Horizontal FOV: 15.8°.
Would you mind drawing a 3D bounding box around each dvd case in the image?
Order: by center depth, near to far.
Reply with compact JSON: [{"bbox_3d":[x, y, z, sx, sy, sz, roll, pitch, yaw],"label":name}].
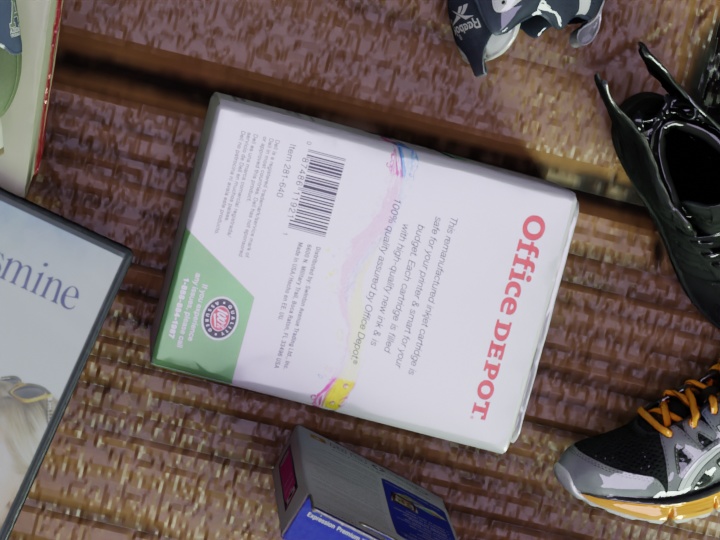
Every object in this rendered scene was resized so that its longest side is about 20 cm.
[{"bbox_3d":[-0.209,0.052,1.238,0.142,0.018,0.200,25,85,-22],"label":"dvd case"}]

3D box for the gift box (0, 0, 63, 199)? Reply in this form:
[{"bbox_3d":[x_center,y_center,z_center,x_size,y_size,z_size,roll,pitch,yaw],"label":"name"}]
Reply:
[{"bbox_3d":[-0.214,-0.152,1.310,0.200,0.185,0.187,6,105,-10],"label":"gift box"}]

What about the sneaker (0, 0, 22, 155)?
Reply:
[{"bbox_3d":[-0.251,-0.120,1.194,0.200,0.067,0.090,15,101,-8],"label":"sneaker"}]

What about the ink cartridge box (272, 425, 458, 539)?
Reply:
[{"bbox_3d":[0.005,0.133,1.350,0.095,0.200,0.037,28,94,-7],"label":"ink cartridge box"}]

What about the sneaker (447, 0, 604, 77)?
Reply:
[{"bbox_3d":[0.048,-0.172,1.376,0.199,0.079,0.130,12,87,-17],"label":"sneaker"}]

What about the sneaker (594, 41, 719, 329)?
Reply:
[{"bbox_3d":[0.186,-0.034,1.394,0.060,0.104,0.200,-34,99,-1],"label":"sneaker"}]

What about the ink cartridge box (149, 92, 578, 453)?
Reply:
[{"bbox_3d":[0.000,0.000,1.391,0.200,0.084,0.145,14,96,-7],"label":"ink cartridge box"}]

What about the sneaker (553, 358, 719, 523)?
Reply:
[{"bbox_3d":[0.200,0.084,1.422,0.200,0.078,0.077,-12,112,-14],"label":"sneaker"}]
